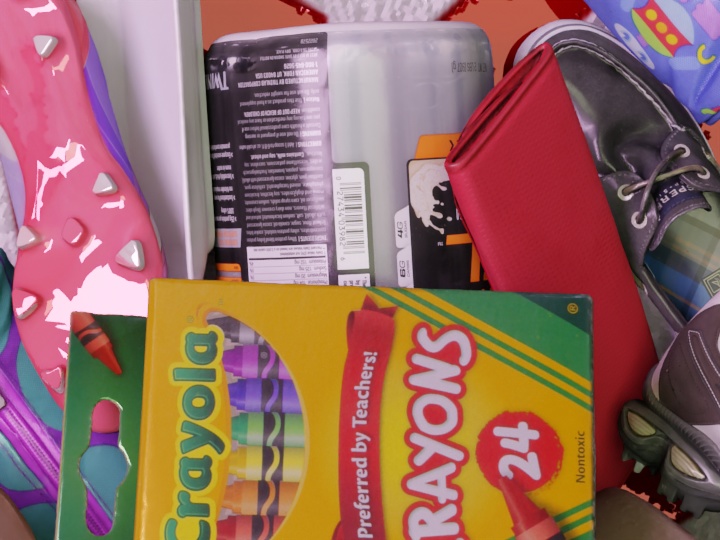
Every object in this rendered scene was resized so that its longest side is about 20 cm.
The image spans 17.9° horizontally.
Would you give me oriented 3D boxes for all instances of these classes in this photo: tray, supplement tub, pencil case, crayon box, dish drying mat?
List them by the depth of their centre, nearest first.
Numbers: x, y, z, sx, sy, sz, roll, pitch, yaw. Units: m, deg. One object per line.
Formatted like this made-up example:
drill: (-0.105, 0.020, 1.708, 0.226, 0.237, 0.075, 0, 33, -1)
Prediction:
crayon box: (-0.014, 0.071, 0.846, 0.199, 0.051, 0.128, 1, 71, -3)
dish drying mat: (0.084, 0.007, 0.945, 0.077, 0.018, 0.201, -50, 134, -29)
supplement tub: (0.000, 0.000, 0.949, 0.122, 0.123, 0.201, -4, 94, -5)
tray: (-0.089, -0.088, 0.951, 0.022, 0.107, 0.201, -5, 93, -29)
pencil case: (-0.121, 0.091, 0.957, 0.085, 0.092, 0.200, -40, 96, -4)
pencil case: (0.114, -0.153, 0.970, 0.200, 0.087, 0.078, 46, 67, -4)

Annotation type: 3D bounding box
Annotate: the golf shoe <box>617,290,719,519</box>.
golf shoe: (0.192, 0.079, 0.904, 0.200, 0.078, 0.095, 35, 109, 33)

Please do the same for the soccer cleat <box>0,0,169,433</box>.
soccer cleat: (-0.116, -0.030, 0.936, 0.066, 0.076, 0.201, -21, 79, 10)

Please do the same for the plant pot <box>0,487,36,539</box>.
plant pot: (-0.208, 0.147, 0.852, 0.200, 0.200, 0.174, 47, 130, -6)

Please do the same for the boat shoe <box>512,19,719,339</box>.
boat shoe: (0.135, -0.021, 0.989, 0.070, 0.066, 0.201, -30, 95, -4)

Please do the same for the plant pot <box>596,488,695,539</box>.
plant pot: (0.083, 0.187, 0.927, 0.200, 0.200, 0.175, 44, 82, -6)
